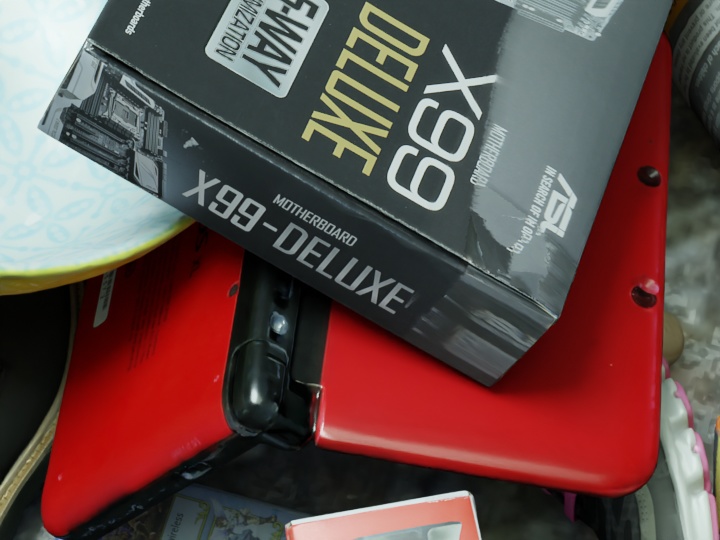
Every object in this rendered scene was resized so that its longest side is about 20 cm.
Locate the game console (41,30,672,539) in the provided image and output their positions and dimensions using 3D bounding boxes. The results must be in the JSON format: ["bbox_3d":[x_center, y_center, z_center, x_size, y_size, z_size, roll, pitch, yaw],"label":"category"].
[{"bbox_3d":[0.000,0.000,0.840,0.119,0.172,0.200,31,46,-27],"label":"game console"}]

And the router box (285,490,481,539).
[{"bbox_3d":[0.020,0.176,0.676,0.049,0.200,0.180,-9,66,-5],"label":"router box"}]

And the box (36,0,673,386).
[{"bbox_3d":[0.011,-0.083,0.787,0.158,0.050,0.200,30,51,-7],"label":"box"}]

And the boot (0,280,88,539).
[{"bbox_3d":[-0.156,0.034,0.819,0.077,0.138,0.200,-3,62,24],"label":"boot"}]

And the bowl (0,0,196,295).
[{"bbox_3d":[-0.135,-0.073,0.819,0.200,0.108,0.200,9,66,-21],"label":"bowl"}]

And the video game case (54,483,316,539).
[{"bbox_3d":[-0.033,0.177,0.810,0.181,0.045,0.200,15,67,6],"label":"video game case"}]

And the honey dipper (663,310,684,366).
[{"bbox_3d":[0.072,-0.054,0.920,0.038,0.038,0.200,-21,69,-8],"label":"honey dipper"}]

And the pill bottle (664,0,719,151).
[{"bbox_3d":[0.190,-0.042,0.867,0.116,0.116,0.200,-25,68,-10],"label":"pill bottle"}]

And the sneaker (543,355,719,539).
[{"bbox_3d":[0.054,0.043,0.857,0.087,0.074,0.200,-22,63,-8],"label":"sneaker"}]

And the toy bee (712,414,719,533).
[{"bbox_3d":[0.157,0.078,0.771,0.109,0.200,0.131,-8,87,-27],"label":"toy bee"}]
